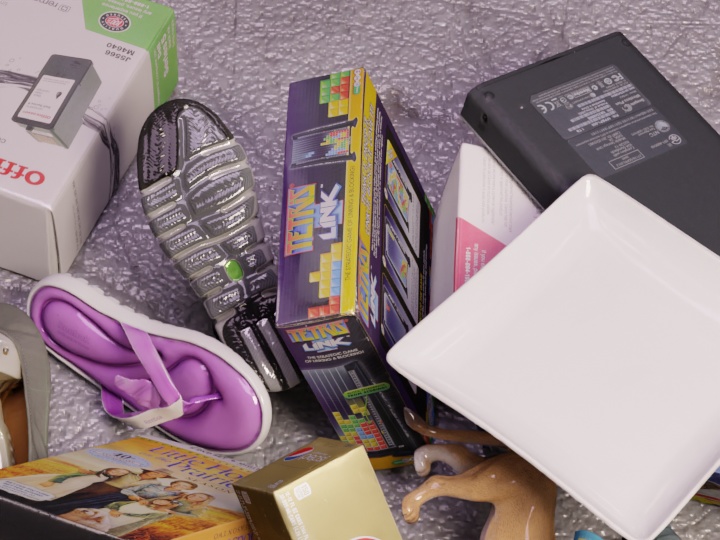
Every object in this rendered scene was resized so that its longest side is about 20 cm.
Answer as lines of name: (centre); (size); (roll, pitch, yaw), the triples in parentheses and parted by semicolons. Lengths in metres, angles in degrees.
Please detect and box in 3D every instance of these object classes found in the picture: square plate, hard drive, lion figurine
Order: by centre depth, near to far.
square plate: (0.151, 0.053, 1.568); (0.198, 0.029, 0.200); (36, 59, 23)
lion figurine: (0.095, 0.170, 1.587); (0.122, 0.072, 0.201); (-13, 83, 16)
hard drive: (0.179, -0.063, 1.707); (0.139, 0.033, 0.200); (-22, 58, -32)

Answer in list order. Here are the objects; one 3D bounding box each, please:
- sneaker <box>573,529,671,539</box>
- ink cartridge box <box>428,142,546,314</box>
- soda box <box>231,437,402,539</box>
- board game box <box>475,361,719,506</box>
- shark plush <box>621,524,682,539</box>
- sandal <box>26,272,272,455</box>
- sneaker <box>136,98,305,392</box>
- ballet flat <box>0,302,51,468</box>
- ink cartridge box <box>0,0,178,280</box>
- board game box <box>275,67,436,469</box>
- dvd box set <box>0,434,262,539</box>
sneaker: (0.121, 0.227, 1.508); (0.200, 0.080, 0.131); (-30, 74, 1)
ink cartridge box: (0.150, 0.011, 1.713); (0.199, 0.083, 0.147); (11, 47, -7)
soda box: (0.000, 0.201, 1.521); (0.064, 0.068, 0.201); (-27, 101, -21)
board game box: (0.172, 0.108, 1.629); (0.199, 0.135, 0.035); (14, 79, 8)
shark plush: (0.206, 0.215, 1.605); (0.083, 0.091, 0.200); (20, 15, -32)
sandal: (-0.144, 0.069, 1.679); (0.202, 0.083, 0.050); (24, 35, 30)
sneaker: (-0.093, -0.009, 1.715); (0.075, 0.116, 0.201); (-21, 84, -8)
ballet flat: (-0.231, 0.090, 1.663); (0.067, 0.064, 0.201); (-21, 53, 11)
ink cartridge box: (-0.231, -0.108, 1.809); (0.145, 0.084, 0.200); (18, 54, 11)
board game box: (0.000, 0.000, 1.683); (0.056, 0.166, 0.201); (-11, 50, 16)
dvd box set: (-0.129, 0.141, 1.562); (0.146, 0.030, 0.200); (15, 12, 30)
